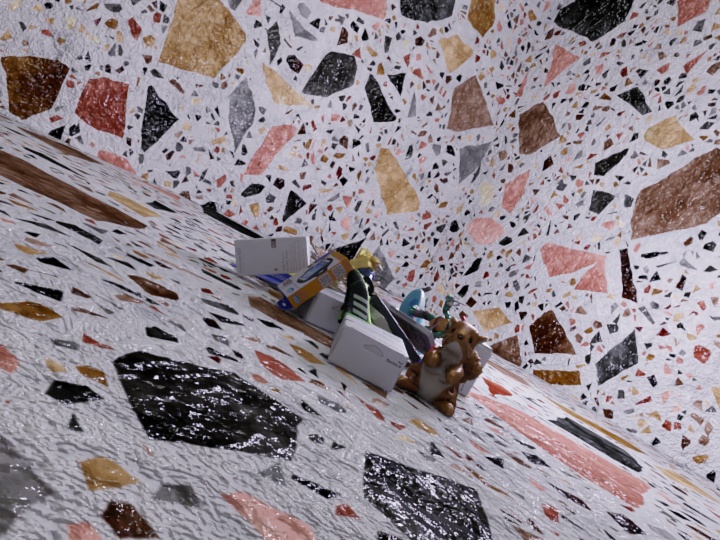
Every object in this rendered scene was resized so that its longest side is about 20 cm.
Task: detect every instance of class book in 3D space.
[{"bbox_3d":[0.036,0.145,1.587,0.134,0.048,0.200,65,-10,-23],"label":"book"}]

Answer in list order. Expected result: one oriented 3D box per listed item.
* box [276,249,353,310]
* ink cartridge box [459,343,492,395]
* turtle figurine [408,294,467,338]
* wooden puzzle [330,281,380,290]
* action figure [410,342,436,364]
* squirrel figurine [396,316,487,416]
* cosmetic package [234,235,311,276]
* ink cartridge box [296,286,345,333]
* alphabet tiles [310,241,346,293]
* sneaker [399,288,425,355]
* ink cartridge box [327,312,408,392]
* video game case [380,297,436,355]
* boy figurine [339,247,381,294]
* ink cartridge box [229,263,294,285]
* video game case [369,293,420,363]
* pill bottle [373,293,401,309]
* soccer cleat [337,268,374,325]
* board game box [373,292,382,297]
[{"bbox_3d":[-0.125,0.024,1.503,0.042,0.200,0.119,62,-12,-20],"label":"box"},{"bbox_3d":[0.281,0.246,1.665,0.085,0.145,0.200,29,3,0],"label":"ink cartridge box"},{"bbox_3d":[0.216,0.150,1.705,0.200,0.150,0.101,-2,-48,48],"label":"turtle figurine"},{"bbox_3d":[-0.063,0.065,1.827,0.185,0.046,0.200,-25,24,-29],"label":"wooden puzzle"},{"bbox_3d":[0.181,0.229,1.568,0.065,0.099,0.200,35,5,-8],"label":"action figure"},{"bbox_3d":[0.195,0.197,1.319,0.141,0.187,0.200,28,3,23],"label":"squirrel figurine"},{"bbox_3d":[-0.237,-0.040,1.644,0.199,0.102,0.074,-4,5,2],"label":"cosmetic package"},{"bbox_3d":[-0.089,0.094,1.578,0.145,0.088,0.200,26,2,-22],"label":"ink cartridge box"},{"bbox_3d":[-0.078,0.000,1.709,0.167,0.008,0.200,35,16,-45],"label":"alphabet tiles"},{"bbox_3d":[0.176,0.167,1.854,0.079,0.200,0.130,0,-28,48],"label":"sneaker"},{"bbox_3d":[0.014,0.165,1.262,0.146,0.084,0.200,27,3,-1],"label":"ink cartridge box"},{"bbox_3d":[0.130,0.165,1.668,0.200,0.018,0.143,33,-23,36],"label":"video game case"},{"bbox_3d":[0.000,0.000,1.674,0.200,0.124,0.065,-85,154,-65],"label":"boy figurine"},{"bbox_3d":[-0.267,0.004,1.827,0.197,0.047,0.200,22,0,12],"label":"ink cartridge box"},{"bbox_3d":[0.077,0.150,1.610,0.200,0.025,0.181,56,-7,-3],"label":"video game case"},{"bbox_3d":[0.076,0.146,1.889,0.113,0.114,0.200,30,3,40],"label":"pill bottle"},{"bbox_3d":[-0.017,0.089,1.457,0.081,0.200,0.068,-1,-23,-23],"label":"soccer cleat"},{"bbox_3d":[-0.047,0.084,1.936,0.200,0.028,0.135,-3,17,-33],"label":"board game box"}]
